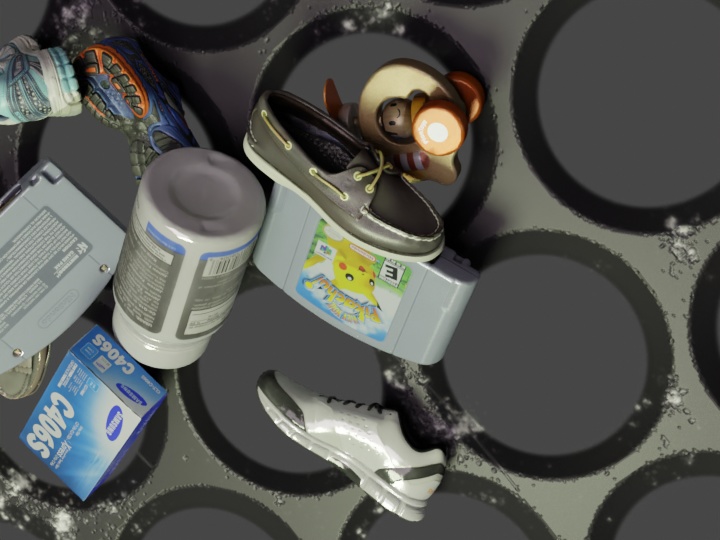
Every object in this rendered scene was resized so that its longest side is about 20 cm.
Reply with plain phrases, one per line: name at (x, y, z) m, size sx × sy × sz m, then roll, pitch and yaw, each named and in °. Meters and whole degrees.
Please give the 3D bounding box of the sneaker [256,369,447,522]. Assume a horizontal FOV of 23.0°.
sneaker at (-0.006, 0.146, 1.647) m, size 0.199 × 0.074 × 0.080 m, roll 34°, pitch 100°, yaw 3°

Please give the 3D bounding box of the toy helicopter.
toy helicopter at (0.022, -0.095, 1.554) m, size 0.132 × 0.079 × 0.201 m, roll 20°, pitch 124°, yaw 7°

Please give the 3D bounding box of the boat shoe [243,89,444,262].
boat shoe at (-0.011, -0.080, 1.500) m, size 0.201 × 0.072 × 0.061 m, roll 33°, pitch 141°, yaw 10°

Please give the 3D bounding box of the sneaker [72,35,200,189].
sneaker at (-0.182, -0.133, 1.619) m, size 0.075 × 0.079 × 0.201 m, roll -16°, pitch 117°, yaw 29°

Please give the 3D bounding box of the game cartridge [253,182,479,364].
game cartridge at (0.000, 0.000, 1.576) m, size 0.199 × 0.041 × 0.134 m, roll 30°, pitch 141°, yaw 9°

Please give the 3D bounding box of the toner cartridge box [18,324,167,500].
toner cartridge box at (-0.260, 0.140, 1.700) m, size 0.095 × 0.043 × 0.200 m, roll 42°, pitch 142°, yaw 3°

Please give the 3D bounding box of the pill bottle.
pill bottle at (-0.161, -0.006, 1.597) m, size 0.113 × 0.114 × 0.200 m, roll 33°, pitch 138°, yaw 8°

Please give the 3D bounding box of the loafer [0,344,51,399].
loafer at (-0.344, 0.037, 1.735) m, size 0.071 × 0.063 × 0.201 m, roll 14°, pitch 110°, yaw 15°

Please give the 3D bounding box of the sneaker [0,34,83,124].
sneaker at (-0.323, -0.170, 1.606) m, size 0.200 × 0.086 × 0.078 m, roll 8°, pitch 112°, yaw 64°

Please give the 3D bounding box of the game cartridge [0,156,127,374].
game cartridge at (-0.319, 0.004, 1.674) m, size 0.200 × 0.040 × 0.133 m, roll -43°, pitch 116°, yaw 4°
